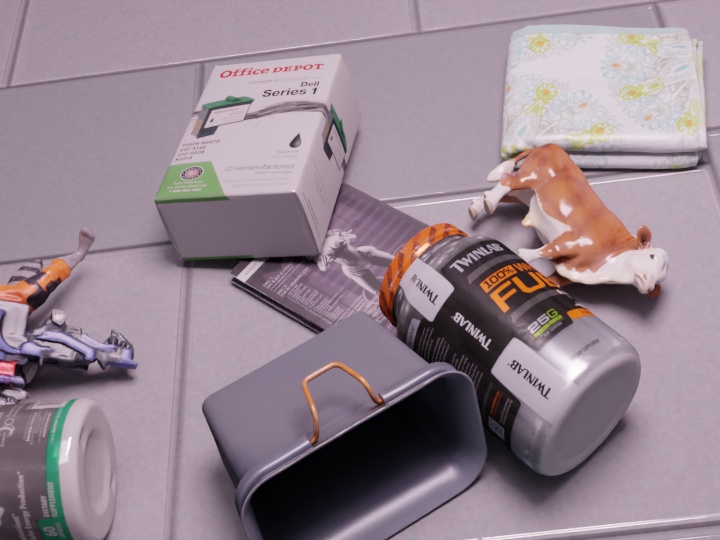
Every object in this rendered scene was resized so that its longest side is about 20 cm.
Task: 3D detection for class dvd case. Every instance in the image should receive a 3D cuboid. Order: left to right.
[{"bbox_3d":[0.000,0.000,1.108,0.198,0.016,0.149,28,60,28],"label":"dvd case"}]

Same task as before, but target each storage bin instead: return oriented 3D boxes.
[{"bbox_3d":[-0.026,0.119,0.936,0.198,0.147,0.134,-29,40,-16],"label":"storage bin"}]

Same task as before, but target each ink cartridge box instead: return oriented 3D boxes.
[{"bbox_3d":[-0.092,-0.110,1.158,0.144,0.085,0.202,-2,46,18],"label":"ink cartridge box"}]

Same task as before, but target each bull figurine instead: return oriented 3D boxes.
[{"bbox_3d":[0.181,-0.033,1.072,0.120,0.066,0.201,-19,48,-12],"label":"bull figurine"}]

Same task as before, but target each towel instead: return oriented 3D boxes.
[{"bbox_3d":[0.240,-0.174,1.199,0.196,0.049,0.173,1,48,11],"label":"towel"}]

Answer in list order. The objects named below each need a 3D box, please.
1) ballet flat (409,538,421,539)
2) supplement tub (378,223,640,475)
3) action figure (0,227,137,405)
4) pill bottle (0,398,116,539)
[{"bbox_3d":[0.111,0.243,0.846,0.197,0.075,0.075,11,51,22],"label":"ballet flat"},{"bbox_3d":[0.112,0.055,0.964,0.122,0.123,0.200,-36,56,-21],"label":"supplement tub"},{"bbox_3d":[-0.292,0.051,1.083,0.197,0.105,0.196,17,57,-9],"label":"action figure"},{"bbox_3d":[-0.299,0.163,0.949,0.196,0.114,0.114,-5,48,6],"label":"pill bottle"}]
